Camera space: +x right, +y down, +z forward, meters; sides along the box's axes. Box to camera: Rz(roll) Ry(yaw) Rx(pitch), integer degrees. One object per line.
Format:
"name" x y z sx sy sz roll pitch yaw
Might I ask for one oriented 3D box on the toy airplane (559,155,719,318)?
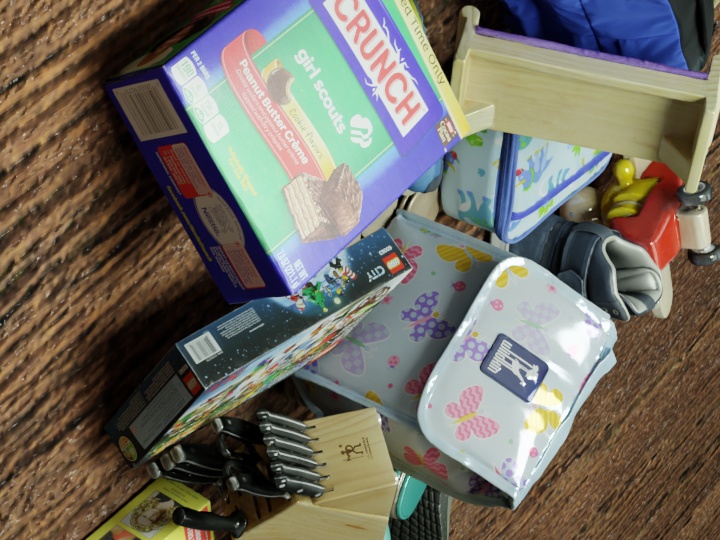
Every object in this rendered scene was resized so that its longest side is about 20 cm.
"toy airplane" 0.249 -0.071 1.840 0.199 0.140 0.202 46 36 -70

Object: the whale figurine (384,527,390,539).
"whale figurine" -0.041 0.261 1.627 0.159 0.103 0.202 2 108 -59

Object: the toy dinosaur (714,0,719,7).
"toy dinosaur" 0.248 -0.164 1.637 0.200 0.058 0.102 125 -36 -65

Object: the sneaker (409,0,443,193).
"sneaker" 0.014 -0.122 1.471 0.078 0.066 0.201 -21 144 -6

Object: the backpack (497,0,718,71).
"backpack" 0.183 -0.236 1.519 0.200 0.166 0.164 46 50 -58

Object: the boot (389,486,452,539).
"boot" 0.079 0.179 1.809 0.130 0.067 0.202 -38 144 -47

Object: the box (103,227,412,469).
"box" -0.070 0.053 1.400 0.199 0.038 0.137 -30 169 -38

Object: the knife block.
"knife block" -0.066 0.163 1.473 0.174 0.064 0.200 -11 154 -11

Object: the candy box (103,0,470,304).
"candy box" -0.041 -0.105 1.302 0.200 0.077 0.170 -44 114 -35

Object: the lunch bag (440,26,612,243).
"lunch bag" 0.146 -0.123 1.651 0.200 0.082 0.162 -35 140 -47

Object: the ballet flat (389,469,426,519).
"ballet flat" 0.048 0.113 1.689 0.201 0.070 0.068 -61 159 -22

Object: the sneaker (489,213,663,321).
"sneaker" 0.189 0.048 1.756 0.077 0.145 0.204 -39 131 -45

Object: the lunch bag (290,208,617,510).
"lunch bag" 0.076 0.069 1.535 0.170 0.199 0.127 -55 151 -19

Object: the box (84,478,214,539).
"box" -0.186 0.233 1.427 0.200 0.050 0.076 -39 142 -38

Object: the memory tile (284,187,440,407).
"memory tile" 0.000 0.000 1.582 0.200 0.017 0.154 -48 147 -28

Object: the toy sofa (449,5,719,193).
"toy sofa" 0.163 -0.134 1.474 0.083 0.198 0.098 95 10 -46
